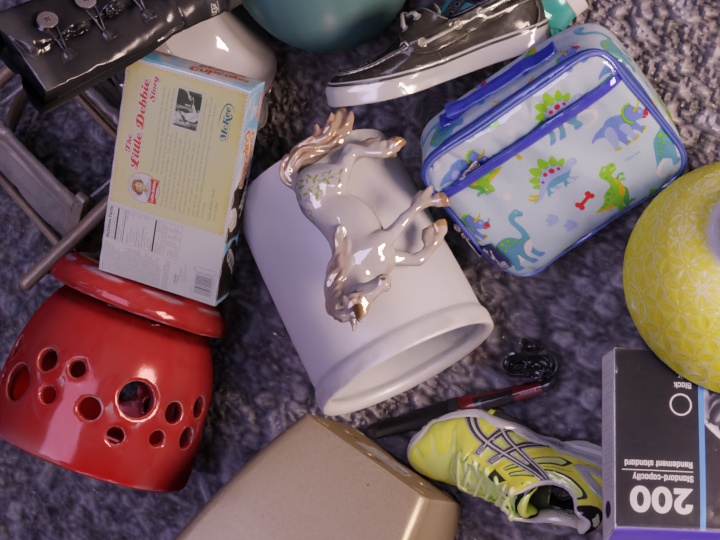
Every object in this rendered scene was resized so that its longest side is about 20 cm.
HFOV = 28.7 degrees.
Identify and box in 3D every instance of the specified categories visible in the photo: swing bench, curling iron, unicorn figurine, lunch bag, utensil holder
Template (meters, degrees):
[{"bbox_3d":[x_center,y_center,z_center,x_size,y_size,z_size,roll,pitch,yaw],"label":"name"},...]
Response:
[{"bbox_3d":[-0.301,-0.116,1.401,0.199,0.130,0.200,45,105,18],"label":"swing bench"},{"bbox_3d":[0.094,0.115,1.278,0.199,0.026,0.050,-27,57,25],"label":"curling iron"},{"bbox_3d":[0.003,-0.035,1.139,0.137,0.074,0.200,-31,54,-17],"label":"unicorn figurine"},{"bbox_3d":[0.157,-0.101,1.185,0.199,0.083,0.161,-32,118,19],"label":"lunch bag"},{"bbox_3d":[0.000,0.000,1.245,0.169,0.170,0.201,-32,74,19],"label":"utensil holder"}]

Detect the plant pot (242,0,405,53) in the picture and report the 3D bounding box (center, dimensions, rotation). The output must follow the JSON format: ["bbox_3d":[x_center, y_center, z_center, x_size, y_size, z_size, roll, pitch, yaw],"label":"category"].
[{"bbox_3d":[-0.036,-0.293,1.252,0.199,0.161,0.202,-5,53,7],"label":"plant pot"}]

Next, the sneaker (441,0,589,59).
[{"bbox_3d":[0.095,-0.261,1.262,0.121,0.084,0.200,-46,73,6],"label":"sneaker"}]

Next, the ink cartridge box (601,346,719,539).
[{"bbox_3d":[0.292,0.165,1.119,0.196,0.043,0.202,2,76,0],"label":"ink cartridge box"}]

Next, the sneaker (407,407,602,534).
[{"bbox_3d":[0.128,0.174,1.221,0.199,0.076,0.076,7,117,26],"label":"sneaker"}]

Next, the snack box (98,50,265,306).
[{"bbox_3d":[-0.156,-0.080,1.215,0.115,0.037,0.201,17,113,11],"label":"snack box"}]

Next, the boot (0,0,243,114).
[{"bbox_3d":[-0.222,-0.237,1.177,0.199,0.066,0.165,-33,63,-17],"label":"boot"}]

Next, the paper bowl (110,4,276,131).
[{"bbox_3d":[-0.154,-0.210,1.301,0.104,0.200,0.202,-33,76,18],"label":"paper bowl"}]

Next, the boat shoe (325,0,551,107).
[{"bbox_3d":[0.060,-0.192,1.187,0.199,0.071,0.064,-20,105,-3],"label":"boat shoe"}]

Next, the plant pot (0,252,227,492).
[{"bbox_3d":[-0.228,0.092,1.326,0.199,0.200,0.184,22,92,23],"label":"plant pot"}]

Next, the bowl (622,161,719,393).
[{"bbox_3d":[0.311,-0.012,1.097,0.198,0.108,0.202,-1,67,2],"label":"bowl"}]

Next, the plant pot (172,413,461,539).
[{"bbox_3d":[-0.022,0.240,1.242,0.199,0.200,0.178,33,90,21],"label":"plant pot"}]
